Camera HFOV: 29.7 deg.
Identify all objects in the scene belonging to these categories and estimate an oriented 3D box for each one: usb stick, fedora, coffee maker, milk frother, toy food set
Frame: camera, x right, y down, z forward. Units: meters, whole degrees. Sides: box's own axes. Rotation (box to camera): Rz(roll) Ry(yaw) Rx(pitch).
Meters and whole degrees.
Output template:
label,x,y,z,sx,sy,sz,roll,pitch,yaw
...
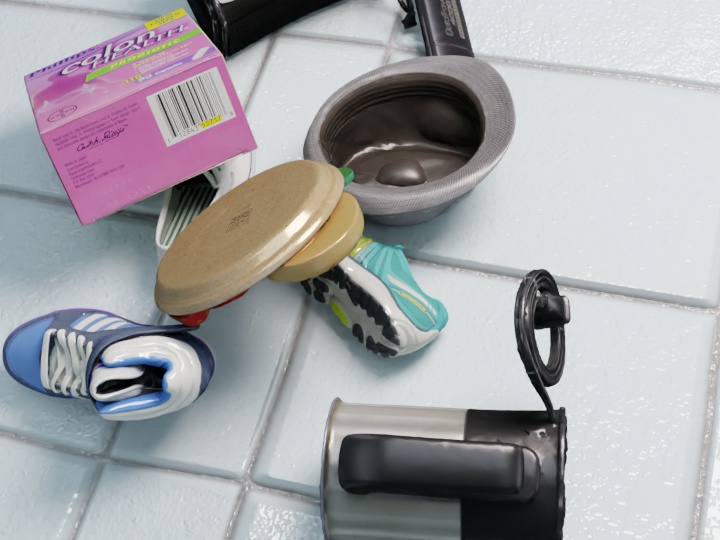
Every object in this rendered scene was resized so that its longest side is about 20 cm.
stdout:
label,x,y,z,sx,sy,sz,roll,pitch,yaw
usb stick,0.084,-0.250,1.384,0.055,0.033,0.202,10,51,-26
fedora,0.049,-0.107,1.263,0.198,0.091,0.178,-17,54,0
coffee maker,-0.075,-0.306,1.389,0.199,0.135,0.193,-29,58,-11
milk frother,0.069,0.110,1.057,0.185,0.181,0.202,2,59,8
toy food set,-0.089,-0.026,1.151,0.199,0.049,0.198,-32,24,8

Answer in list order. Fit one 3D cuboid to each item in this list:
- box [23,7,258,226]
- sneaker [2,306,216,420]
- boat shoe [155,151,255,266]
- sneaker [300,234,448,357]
label,x,y,z,sx,sy,sz,roll,pitch,yaw
box,-0.211,-0.150,1.272,0.174,0.098,0.200,-24,27,-7
sneaker,-0.224,0.078,1.135,0.197,0.146,0.082,5,93,6
boat shoe,-0.146,-0.080,1.285,0.073,0.067,0.202,3,56,9
sneaker,0.000,0.000,1.222,0.079,0.078,0.200,-21,55,-33
